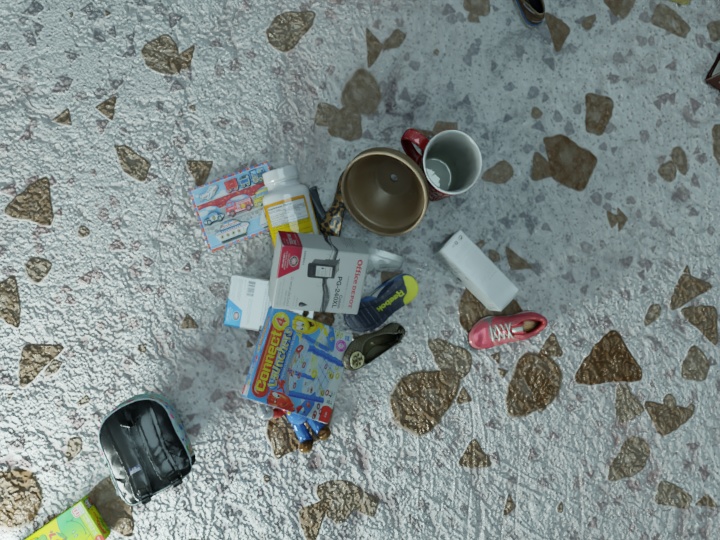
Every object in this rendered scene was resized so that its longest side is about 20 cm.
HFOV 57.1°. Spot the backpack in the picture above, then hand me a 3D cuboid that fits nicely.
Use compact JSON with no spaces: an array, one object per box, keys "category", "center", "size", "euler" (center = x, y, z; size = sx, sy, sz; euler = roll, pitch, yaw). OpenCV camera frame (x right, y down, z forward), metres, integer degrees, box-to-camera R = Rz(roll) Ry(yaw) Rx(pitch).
[{"category":"backpack","center":[-0.463,0.370,1.427],"size":[0.175,0.150,0.204],"euler":[-26,98,-9]}]

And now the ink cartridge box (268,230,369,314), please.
[{"category":"ink cartridge box","center":[-0.090,0.006,1.422],"size":[0.195,0.084,0.149],"euler":[5,112,-18]}]

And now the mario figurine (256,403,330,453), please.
[{"category":"mario figurine","center":[-0.150,0.312,1.483],"size":[0.123,0.105,0.202],"euler":[-41,102,-40]}]

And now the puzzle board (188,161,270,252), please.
[{"category":"puzzle board","center":[-0.281,-0.148,1.532],"size":[0.196,0.017,0.154],"euler":[-21,90,-6]}]

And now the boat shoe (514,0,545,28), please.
[{"category":"boat shoe","center":[0.395,-0.693,1.594],"size":[0.071,0.072,0.203],"euler":[-31,92,-6]}]

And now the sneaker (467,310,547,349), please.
[{"category":"sneaker","center":[0.347,0.135,1.555],"size":[0.195,0.087,0.076],"euler":[-15,89,-6]}]

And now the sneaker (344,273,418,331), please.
[{"category":"sneaker","center":[0.051,0.074,1.537],"size":[0.197,0.082,0.075],"euler":[-31,100,13]}]

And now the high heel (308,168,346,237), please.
[{"category":"high heel","center":[-0.014,-0.159,1.518],"size":[0.196,0.071,0.145],"euler":[-26,74,1]}]

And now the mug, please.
[{"category":"mug","center":[0.176,-0.245,1.492],"size":[0.131,0.200,0.181],"euler":[-26,90,-6]}]

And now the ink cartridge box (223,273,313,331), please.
[{"category":"ink cartridge box","center":[-0.204,0.081,1.506],"size":[0.195,0.068,0.119],"euler":[10,88,-6]}]

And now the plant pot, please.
[{"category":"plant pot","center":[0.063,-0.185,1.455],"size":[0.196,0.093,0.205],"euler":[11,125,16]}]

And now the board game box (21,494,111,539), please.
[{"category":"board game box","center":[-0.664,0.600,1.450],"size":[0.198,0.048,0.103],"euler":[-34,92,-6]}]

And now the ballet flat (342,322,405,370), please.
[{"category":"ballet flat","center":[0.036,0.170,1.489],"size":[0.198,0.046,0.069],"euler":[-23,117,-43]}]

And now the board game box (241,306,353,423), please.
[{"category":"board game box","center":[-0.135,0.205,1.434],"size":[0.192,0.056,0.205],"euler":[21,77,-19]}]

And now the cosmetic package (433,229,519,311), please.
[{"category":"cosmetic package","center":[0.268,0.002,1.545],"size":[0.074,0.102,0.200],"euler":[-44,92,-5]}]

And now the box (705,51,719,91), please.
[{"category":"box","center":[0.996,-0.500,1.607],"size":[0.197,0.166,0.167],"euler":[32,84,-4]}]

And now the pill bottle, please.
[{"category":"pill bottle","center":[-0.158,-0.127,1.489],"size":[0.108,0.111,0.205],"euler":[-15,95,-6]}]

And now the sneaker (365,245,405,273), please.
[{"category":"sneaker","center":[0.000,0.000,1.534],"size":[0.195,0.074,0.119],"euler":[10,89,4]}]
